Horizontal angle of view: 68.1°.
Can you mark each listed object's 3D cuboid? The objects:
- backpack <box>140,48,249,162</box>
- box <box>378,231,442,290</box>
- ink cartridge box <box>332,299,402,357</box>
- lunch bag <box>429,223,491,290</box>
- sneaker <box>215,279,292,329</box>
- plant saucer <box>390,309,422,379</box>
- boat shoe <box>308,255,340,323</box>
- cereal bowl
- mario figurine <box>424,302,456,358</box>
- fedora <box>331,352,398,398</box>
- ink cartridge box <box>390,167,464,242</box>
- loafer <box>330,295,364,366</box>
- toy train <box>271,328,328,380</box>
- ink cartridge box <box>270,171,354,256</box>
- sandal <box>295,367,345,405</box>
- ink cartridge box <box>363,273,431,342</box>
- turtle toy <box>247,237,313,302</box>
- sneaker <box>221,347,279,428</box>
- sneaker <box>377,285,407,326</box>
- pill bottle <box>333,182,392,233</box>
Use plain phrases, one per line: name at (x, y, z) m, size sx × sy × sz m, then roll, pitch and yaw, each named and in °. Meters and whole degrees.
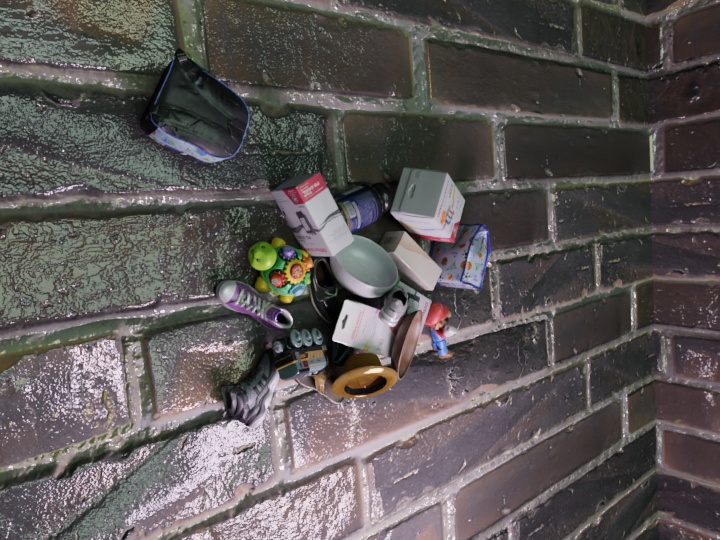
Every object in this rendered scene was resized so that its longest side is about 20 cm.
backpack at (-0.357, -0.337, 1.168) m, size 0.199 × 0.146 × 0.185 m, roll 26°, pitch 75°, yaw -32°
box at (0.147, -0.028, 1.610) m, size 0.200 × 0.094 × 0.078 m, roll 42°, pitch 67°, yaw -33°
ink cartridge box at (0.007, 0.151, 1.430) m, size 0.199 × 0.067 × 0.118 m, roll 21°, pitch 85°, yaw -33°
lunch bag at (0.315, -0.049, 1.691) m, size 0.123 × 0.169 × 0.203 m, roll 19°, pitch 80°, yaw -40°
sneaker at (-0.248, 0.083, 1.293) m, size 0.200 × 0.114 × 0.073 m, roll 32°, pitch 74°, yaw -33°
plant saucer at (0.126, 0.202, 1.489) m, size 0.200 × 0.036 × 0.203 m, roll 16°, pitch 90°, yaw -72°
boat shoe at (-0.095, 0.055, 1.441) m, size 0.071 × 0.067 × 0.202 m, roll -28°, pitch 111°, yaw -33°
cereal bowl at (0.000, 0.000, 1.466) m, size 0.198 × 0.084 × 0.201 m, roll 21°, pitch 37°, yaw -17°
mario figurine at (0.261, 0.178, 1.671) m, size 0.106 × 0.122 × 0.202 m, roll -49°, pitch 139°, yaw -35°
fedora at (0.008, 0.278, 1.445) m, size 0.199 × 0.200 × 0.083 m, roll 18°, pitch 47°, yaw -37°
ink cartridge box at (0.202, -0.191, 1.574) m, size 0.200 × 0.143 × 0.147 m, roll 33°, pitch 72°, yaw -58°
loafer at (-0.035, 0.167, 1.481) m, size 0.070 × 0.067 × 0.203 m, roll 47°, pitch 59°, yaw -73°
toy train at (-0.150, 0.212, 1.350) m, size 0.200 × 0.085 × 0.115 m, roll 9°, pitch 59°, yaw -65°
ink cartridge box at (-0.122, -0.138, 1.360) m, size 0.083 × 0.145 × 0.201 m, roll -39°, pitch 113°, yaw -28°
sandal at (-0.101, 0.308, 1.452) m, size 0.200 × 0.054 × 0.082 m, roll 47°, pitch 65°, yaw -29°
ink cartridge box at (0.104, 0.115, 1.587) m, size 0.199 × 0.083 × 0.148 m, roll 29°, pitch 75°, yaw -35°
turtle toy at (-0.199, -0.008, 1.333) m, size 0.199 × 0.101 × 0.147 m, roll 28°, pitch 75°, yaw -35°
sneaker at (-0.271, 0.277, 1.305) m, size 0.113 × 0.075 × 0.202 m, roll 25°, pitch 75°, yaw -33°
sneaker at (0.106, 0.081, 1.430) m, size 0.074 × 0.200 × 0.082 m, roll 34°, pitch 111°, yaw -3°
pill bottle at (-0.008, -0.171, 1.470) m, size 0.199 × 0.111 × 0.113 m, roll -28°, pitch 108°, yaw -33°
